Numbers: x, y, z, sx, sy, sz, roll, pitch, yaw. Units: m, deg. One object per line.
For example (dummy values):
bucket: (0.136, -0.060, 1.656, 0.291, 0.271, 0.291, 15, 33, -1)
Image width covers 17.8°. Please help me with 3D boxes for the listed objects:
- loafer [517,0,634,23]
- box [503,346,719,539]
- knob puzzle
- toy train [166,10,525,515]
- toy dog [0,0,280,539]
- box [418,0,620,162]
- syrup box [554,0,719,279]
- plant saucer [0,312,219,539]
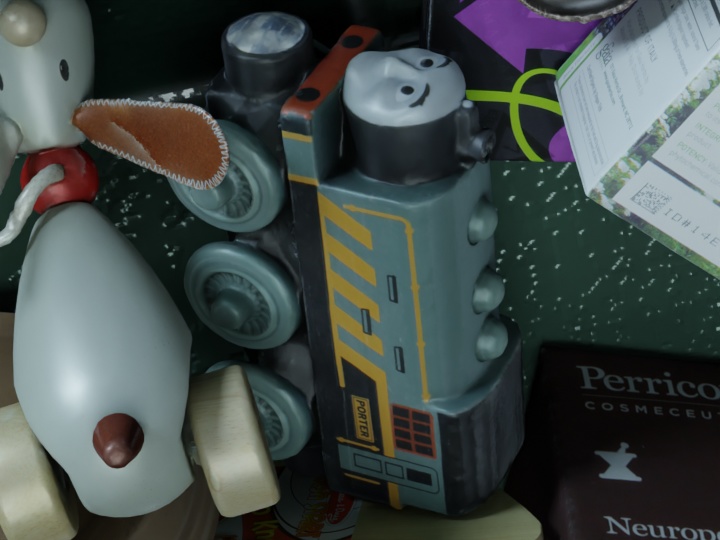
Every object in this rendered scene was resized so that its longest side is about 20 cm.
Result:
loafer: (0.034, -0.135, 0.686, 0.073, 0.071, 0.200, -8, 142, 28)
box: (0.140, 0.159, 0.885, 0.166, 0.200, 0.164, 6, 125, -7)
knob puzzle: (-0.031, 0.112, 0.846, 0.219, 0.220, 0.031, -7, 111, 2)
toy train: (0.000, 0.000, 0.823, 0.114, 0.085, 0.200, 12, 130, 22)
toy dog: (-0.095, 0.001, 0.750, 0.132, 0.096, 0.200, -35, 86, -7)
box: (0.122, -0.104, 0.802, 0.199, 0.036, 0.143, -1, 125, -3)
syrup box: (0.158, -0.094, 0.740, 0.079, 0.082, 0.200, 30, 117, -22)
plant saucer: (-0.149, 0.080, 0.817, 0.200, 0.200, 0.030, -6, 130, 2)
